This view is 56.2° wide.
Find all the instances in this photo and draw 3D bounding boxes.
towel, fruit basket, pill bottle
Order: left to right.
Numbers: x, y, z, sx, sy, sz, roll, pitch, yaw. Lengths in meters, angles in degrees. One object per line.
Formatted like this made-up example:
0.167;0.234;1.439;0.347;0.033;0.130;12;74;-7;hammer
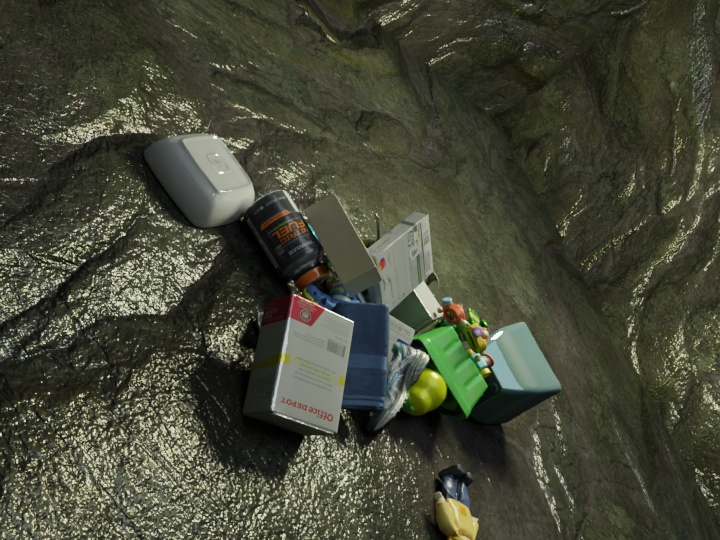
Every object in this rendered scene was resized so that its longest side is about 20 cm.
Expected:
-0.144;-0.055;1.371;0.200;0.106;0.106;57;27;9;pill bottle
-0.002;0.161;1.270;0.111;0.049;0.201;5;82;-7;towel
0.149;0.240;1.455;0.215;0.155;0.217;3;82;-19;fruit basket

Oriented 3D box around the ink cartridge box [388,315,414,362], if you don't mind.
0.048;0.196;1.392;0.095;0.037;0.201;33;62;-33;ink cartridge box

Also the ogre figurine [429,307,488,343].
0.230;0.158;1.683;0.098;0.120;0.200;51;25;7;ogre figurine

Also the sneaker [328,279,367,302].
-0.003;0.112;1.430;0.200;0.074;0.082;48;41;-18;sneaker

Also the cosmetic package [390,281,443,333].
0.098;0.054;1.618;0.200;0.108;0.085;57;28;12;cosmetic package

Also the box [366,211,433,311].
0.086;-0.016;1.480;0.200;0.041;0.156;-41;134;-39;box

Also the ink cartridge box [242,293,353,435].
-0.101;0.161;1.127;0.145;0.083;0.201;29;58;-37;ink cartridge box

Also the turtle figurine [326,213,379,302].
0.000;0.000;1.492;0.194;0.200;0.144;44;59;-26;turtle figurine

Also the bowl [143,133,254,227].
-0.300;-0.190;1.329;0.200;0.075;0.200;54;25;3;bowl

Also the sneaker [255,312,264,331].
-0.095;0.113;1.260;0.200;0.091;0.078;27;35;-40;sneaker

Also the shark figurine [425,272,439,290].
0.126;-0.014;1.785;0.214;0.089;0.129;4;86;-46;shark figurine

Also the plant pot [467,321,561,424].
0.325;0.259;1.644;0.200;0.196;0.196;1;55;-49;plant pot

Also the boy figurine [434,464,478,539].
0.186;0.472;1.297;0.124;0.064;0.200;44;25;-21;boy figurine

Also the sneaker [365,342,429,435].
0.053;0.230;1.330;0.086;0.078;0.200;31;61;5;sneaker

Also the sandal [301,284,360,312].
-0.030;0.091;1.338;0.200;0.087;0.079;40;-15;-10;sandal

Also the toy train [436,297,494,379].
0.246;0.158;1.532;0.150;0.055;0.201;22;-51;61;toy train

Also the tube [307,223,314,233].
-0.102;-0.090;1.528;0.200;0.077;0.051;-40;126;-61;tube

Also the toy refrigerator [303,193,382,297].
-0.036;-0.050;1.361;0.200;0.076;0.070;60;-1;30;toy refrigerator
